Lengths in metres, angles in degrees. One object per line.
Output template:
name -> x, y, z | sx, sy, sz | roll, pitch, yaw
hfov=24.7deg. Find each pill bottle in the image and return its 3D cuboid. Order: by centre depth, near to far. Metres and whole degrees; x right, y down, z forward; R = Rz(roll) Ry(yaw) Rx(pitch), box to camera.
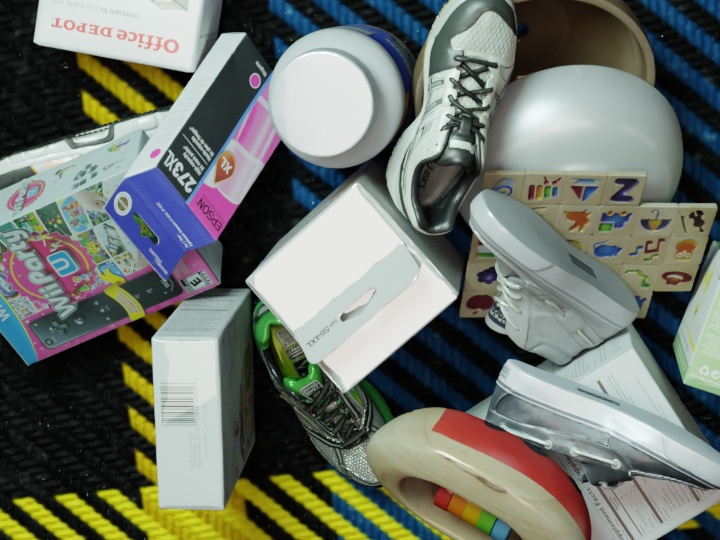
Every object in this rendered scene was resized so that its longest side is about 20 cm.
pill bottle -> -0.014, -0.144, 1.348 | 0.111, 0.200, 0.113 | 2, 101, 8

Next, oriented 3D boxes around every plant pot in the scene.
plant pot -> 0.139, -0.174, 1.364 | 0.199, 0.093, 0.202 | -3, 135, -3

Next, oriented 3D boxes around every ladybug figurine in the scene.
ladybug figurine -> 0.101, 0.170, 1.289 | 0.199, 0.136, 0.072 | 30, 63, 8

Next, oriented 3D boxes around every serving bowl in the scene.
serving bowl -> 0.174, -0.072, 1.360 | 0.198, 0.066, 0.201 | -3, 135, -3

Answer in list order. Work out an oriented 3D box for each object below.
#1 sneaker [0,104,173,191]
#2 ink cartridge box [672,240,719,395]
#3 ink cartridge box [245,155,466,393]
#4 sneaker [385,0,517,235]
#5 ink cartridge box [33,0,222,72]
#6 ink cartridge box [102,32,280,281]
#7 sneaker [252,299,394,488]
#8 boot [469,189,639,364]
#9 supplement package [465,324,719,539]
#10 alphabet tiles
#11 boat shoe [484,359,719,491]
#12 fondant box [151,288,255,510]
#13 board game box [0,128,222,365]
sneaker -> -0.242, -0.084, 1.450 | 0.198, 0.074, 0.081 | -14, 101, 9
ink cartridge box -> 0.320, -0.006, 1.368 | 0.048, 0.146, 0.201 | 19, 102, 4
ink cartridge box -> 0.000, 0.000, 1.375 | 0.128, 0.200, 0.125 | -41, 94, 11
sneaker -> 0.081, -0.118, 1.269 | 0.075, 0.088, 0.201 | 8, 119, -16
ink cartridge box -> -0.188, -0.280, 1.401 | 0.144, 0.084, 0.202 | 10, 101, 4
ink cartridge box -> -0.130, -0.096, 1.377 | 0.037, 0.201, 0.095 | 7, 145, 42
sneaker -> -0.036, 0.114, 1.459 | 0.078, 0.085, 0.200 | -36, 96, 11
boot -> 0.135, 0.016, 1.333 | 0.095, 0.074, 0.200 | -40, 127, 22
supplement package -> 0.186, 0.163, 1.410 | 0.199, 0.152, 0.151 | -33, 94, 11
alphabet tiles -> 0.189, -0.019, 1.362 | 0.198, 0.008, 0.168 | 0, 135, -7
boat shoe -> 0.194, 0.139, 1.291 | 0.199, 0.072, 0.068 | 22, 99, 6
fondant box -> -0.131, 0.105, 1.408 | 0.058, 0.200, 0.146 | 0, 101, 5
board game box -> -0.241, -0.018, 1.430 | 0.199, 0.065, 0.148 | -22, 126, 15
